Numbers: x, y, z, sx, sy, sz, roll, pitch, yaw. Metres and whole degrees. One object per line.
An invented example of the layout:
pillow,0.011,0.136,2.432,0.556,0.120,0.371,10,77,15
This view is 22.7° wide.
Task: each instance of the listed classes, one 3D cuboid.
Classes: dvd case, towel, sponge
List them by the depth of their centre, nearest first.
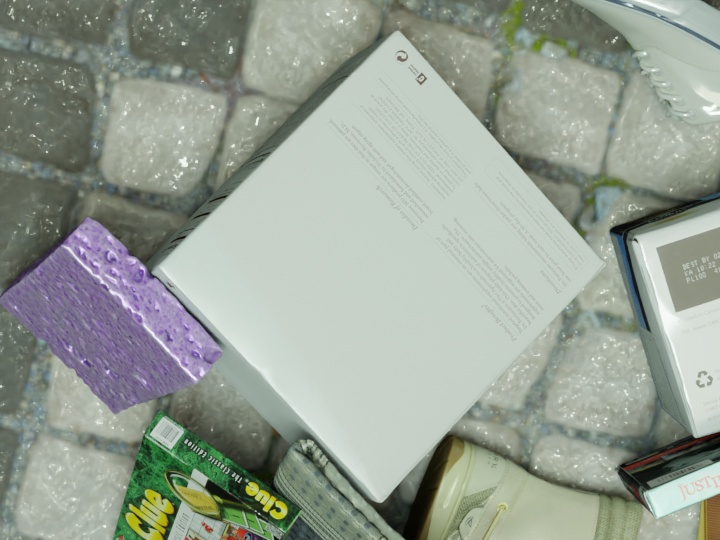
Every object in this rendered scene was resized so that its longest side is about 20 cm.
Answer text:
towel,0.016,0.203,1.085,0.200,0.193,0.034,44,61,13
sponge,-0.158,0.032,1.102,0.112,0.200,0.030,46,68,-8
dvd case,0.236,0.111,1.121,0.145,0.200,0.022,-23,85,2

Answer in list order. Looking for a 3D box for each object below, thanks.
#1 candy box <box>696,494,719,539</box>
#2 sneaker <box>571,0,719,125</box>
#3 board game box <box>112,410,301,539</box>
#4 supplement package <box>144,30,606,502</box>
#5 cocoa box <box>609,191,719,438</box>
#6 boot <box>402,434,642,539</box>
candy box,0.274,0.237,1.183,0.056,0.116,0.202,-1,101,-36
sneaker,0.211,-0.130,1.140,0.198,0.073,0.071,27,95,-6
board game box,-0.102,0.164,1.129,0.104,0.200,0.024,36,59,7
supplement package,0.000,0.000,1.096,0.200,0.147,0.191,-45,98,-12
cocoa box,0.274,0.007,1.132,0.198,0.131,0.135,-18,93,2
boot,0.094,0.226,1.204,0.153,0.072,0.202,18,99,-7
